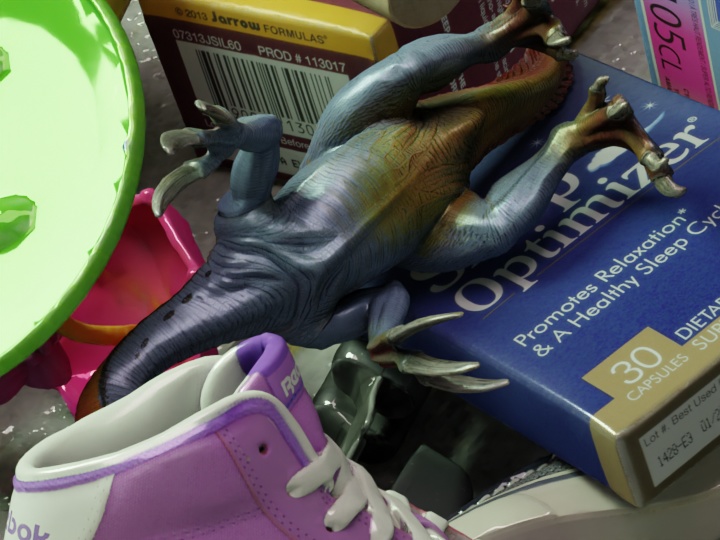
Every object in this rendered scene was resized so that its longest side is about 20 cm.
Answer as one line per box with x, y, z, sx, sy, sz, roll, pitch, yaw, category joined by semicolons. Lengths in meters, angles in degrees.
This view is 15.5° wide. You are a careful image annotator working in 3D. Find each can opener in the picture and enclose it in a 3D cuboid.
0.021;0.044;0.850;0.067;0.053;0.200;29;51;2;can opener

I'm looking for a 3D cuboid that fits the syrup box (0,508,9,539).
-0.183;0.104;0.818;0.199;0.079;0.081;15;49;33;syrup box

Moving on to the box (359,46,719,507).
0.061;-0.010;0.803;0.121;0.032;0.200;-36;35;-20;box

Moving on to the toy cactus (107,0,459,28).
-0.026;-0.123;0.860;0.199;0.103;0.165;-19;43;-27;toy cactus

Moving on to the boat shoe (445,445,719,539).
0.087;0.065;0.785;0.199;0.075;0.093;-18;27;-4;boat shoe

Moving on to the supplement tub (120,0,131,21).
-0.169;-0.081;0.938;0.145;0.145;0.201;14;72;32;supplement tub

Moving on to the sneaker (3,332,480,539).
0.006;0.073;0.682;0.200;0.115;0.073;-2;11;-20;sneaker

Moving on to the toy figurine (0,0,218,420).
-0.125;0.014;0.827;0.199;0.184;0.151;-21;62;10;toy figurine

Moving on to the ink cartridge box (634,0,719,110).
0.185;-0.053;0.820;0.200;0.137;0.076;25;57;39;ink cartridge box

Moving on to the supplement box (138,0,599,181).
0.023;-0.123;0.998;0.110;0.086;0.200;15;50;33;supplement box

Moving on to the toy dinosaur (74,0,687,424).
0.000;0.000;0.763;0.181;0.200;0.105;-36;85;4;toy dinosaur
